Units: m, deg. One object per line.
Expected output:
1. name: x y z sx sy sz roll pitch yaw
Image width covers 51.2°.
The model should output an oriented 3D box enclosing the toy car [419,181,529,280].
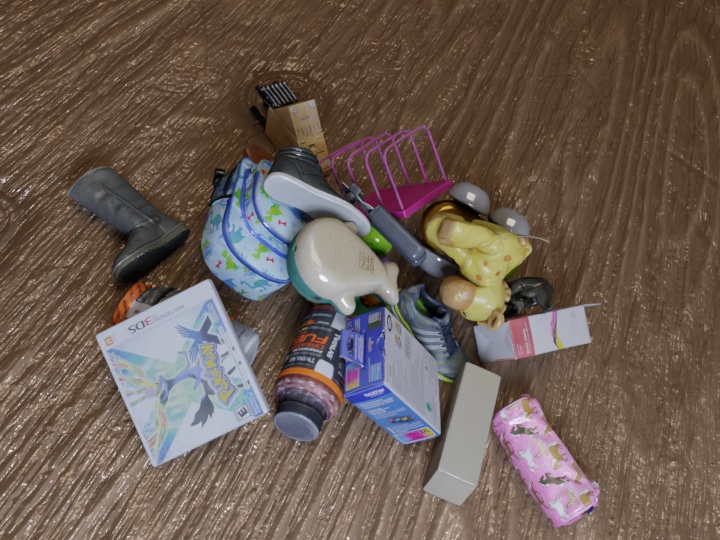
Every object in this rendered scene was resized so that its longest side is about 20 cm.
1. toy car: 0.199 -0.057 1.386 0.198 0.176 0.150 30 6 -10

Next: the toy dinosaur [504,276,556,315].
1. toy dinosaur: 0.283 0.037 1.292 0.101 0.200 0.078 -24 87 -21

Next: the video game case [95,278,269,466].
1. video game case: -0.246 0.141 1.038 0.180 0.022 0.202 -26 88 4

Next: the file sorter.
1. file sorter: 0.036 -0.174 1.364 0.138 0.199 0.127 -35 112 -36

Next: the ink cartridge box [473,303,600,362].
1. ink cartridge box: 0.310 0.106 1.292 0.197 0.116 0.069 -9 85 -23

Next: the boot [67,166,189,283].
1. boot: -0.408 -0.083 1.250 0.199 0.073 0.182 38 36 6

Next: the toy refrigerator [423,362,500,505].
1. toy refrigerator: 0.162 0.250 1.162 0.069 0.076 0.201 22 48 1

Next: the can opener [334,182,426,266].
1. can opener: 0.023 -0.074 1.273 0.067 0.053 0.200 -42 70 -5

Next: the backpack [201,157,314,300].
1. backpack: -0.164 -0.069 1.242 0.182 0.146 0.202 36 47 -31

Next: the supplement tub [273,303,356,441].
1. supplement tub: -0.066 0.155 1.144 0.106 0.108 0.201 21 48 -1

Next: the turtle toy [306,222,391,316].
1. turtle toy: 0.000 0.000 1.295 0.144 0.102 0.201 23 49 1

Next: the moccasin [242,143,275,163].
1. moccasin: -0.151 -0.167 1.397 0.073 0.078 0.202 -20 61 -31

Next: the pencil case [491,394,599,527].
1. pencil case: 0.283 0.292 1.164 0.086 0.083 0.201 -17 58 -28

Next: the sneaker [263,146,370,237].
1. sneaker: -0.061 -0.133 1.218 0.199 0.071 0.100 28 45 -25

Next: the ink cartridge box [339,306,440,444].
1. ink cartridge box: 0.042 0.152 1.128 0.200 0.076 0.138 48 32 -40

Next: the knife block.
1. knife block: -0.149 -0.281 1.513 0.063 0.175 0.203 -23 107 -31

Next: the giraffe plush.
1. giraffe plush: 0.191 0.006 1.231 0.197 0.165 0.172 15 10 11

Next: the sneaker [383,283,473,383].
1. sneaker: 0.125 0.105 1.240 0.200 0.081 0.074 47 50 -10

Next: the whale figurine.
1. whale figurine: -0.029 0.002 1.182 0.198 0.103 0.161 20 57 -34

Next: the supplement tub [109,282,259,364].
1. supplement tub: -0.260 0.103 1.111 0.198 0.123 0.123 26 49 3
